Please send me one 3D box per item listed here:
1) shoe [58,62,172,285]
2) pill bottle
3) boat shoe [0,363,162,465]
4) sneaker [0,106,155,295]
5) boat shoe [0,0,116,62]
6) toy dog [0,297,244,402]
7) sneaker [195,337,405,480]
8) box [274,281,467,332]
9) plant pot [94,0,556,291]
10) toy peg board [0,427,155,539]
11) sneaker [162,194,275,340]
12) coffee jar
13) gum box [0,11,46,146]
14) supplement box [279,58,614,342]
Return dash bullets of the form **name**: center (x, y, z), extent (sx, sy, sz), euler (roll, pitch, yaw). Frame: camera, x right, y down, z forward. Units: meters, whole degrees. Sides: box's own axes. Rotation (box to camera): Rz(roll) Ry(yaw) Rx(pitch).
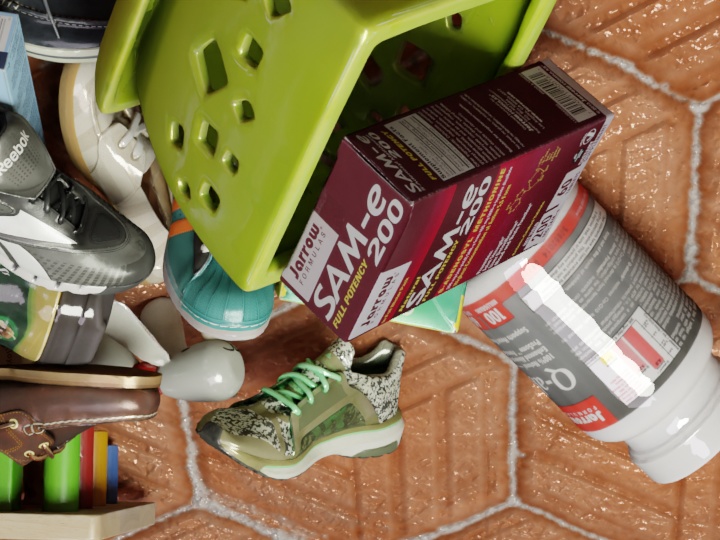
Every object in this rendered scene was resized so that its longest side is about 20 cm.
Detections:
- **shoe**: center (-0.147, -0.069, 1.239), extent (0.053, 0.070, 0.201), euler (4, 139, 19)
- **pill bottle**: center (0.162, 0.041, 1.240), extent (0.200, 0.116, 0.116), euler (44, 121, -11)
- **boat shoe**: center (-0.226, 0.095, 1.246), extent (0.198, 0.070, 0.071), euler (0, 88, 19)
- **sneaker**: center (-0.210, -0.050, 1.130), extent (0.199, 0.067, 0.091), euler (28, 146, -12)
- **boat shoe**: center (-0.215, -0.182, 1.157), extent (0.198, 0.075, 0.063), euler (16, 134, 0)
- **toy dog**: center (-0.179, 0.041, 1.317), extent (0.197, 0.132, 0.098), euler (2, 89, -1)
- **sneaker**: center (-0.038, 0.086, 1.310), extent (0.077, 0.199, 0.090), euler (28, 112, 33)
- **box**: center (0.000, 0.000, 1.223), extent (0.116, 0.200, 0.049), euler (11, 91, -7)
- **plant pot**: center (-0.030, -0.138, 1.081), extent (0.181, 0.198, 0.201), euler (43, 130, 20)
- **toy peg board**: center (-0.266, 0.143, 1.377), extent (0.197, 0.199, 0.099), euler (1, 86, 6)
- **sneaker**: center (-0.088, -0.046, 1.167), extent (0.070, 0.201, 0.080), euler (2, 133, -12)
- **coffee jar**: center (-0.255, -0.009, 1.200), extent (0.198, 0.105, 0.086), euler (15, 141, -14)
- **gum box**: center (-0.293, -0.105, 1.189), extent (0.168, 0.045, 0.201), euler (8, 154, 1)
- **supplement box**: center (0.053, -0.044, 1.073), extent (0.061, 0.199, 0.109), euler (43, 131, 21)
